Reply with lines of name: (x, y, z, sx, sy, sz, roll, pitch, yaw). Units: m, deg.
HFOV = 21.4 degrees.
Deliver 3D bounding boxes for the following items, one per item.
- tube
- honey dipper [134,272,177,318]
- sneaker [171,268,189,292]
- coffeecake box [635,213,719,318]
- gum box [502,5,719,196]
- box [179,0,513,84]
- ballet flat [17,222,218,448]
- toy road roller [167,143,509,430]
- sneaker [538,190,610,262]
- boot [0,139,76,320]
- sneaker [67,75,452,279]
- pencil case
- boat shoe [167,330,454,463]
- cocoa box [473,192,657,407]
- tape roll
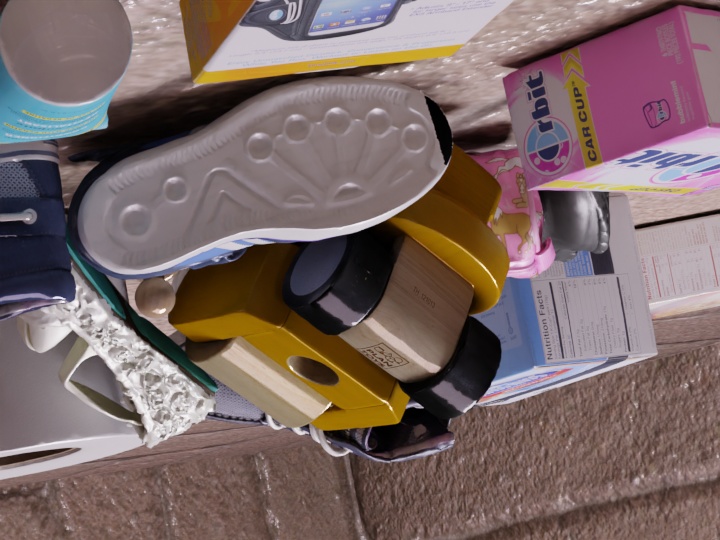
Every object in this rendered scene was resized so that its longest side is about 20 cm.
tube: (-0.134, -0.076, 0.805, 0.077, 0.051, 0.200, -1, 175, -14)
honey dipper: (-0.122, -0.002, 1.120, 0.038, 0.038, 0.200, -11, -171, -4)
sneaker: (-0.035, -0.014, 1.312, 0.198, 0.073, 0.085, -12, 153, -9)
coffeecake box: (0.308, -0.003, 1.770, 0.198, 0.074, 0.154, -10, 173, -3)
gum box: (0.184, -0.089, 1.052, 0.113, 0.067, 0.199, -19, 169, 38)
box: (0.013, -0.122, 0.706, 0.118, 0.042, 0.200, -8, 169, -21)
ballet flat: (-0.153, 0.036, 1.083, 0.071, 0.072, 0.200, -15, 134, 27)
toy road roller: (0.000, 0.000, 1.086, 0.123, 0.147, 0.199, 37, 149, -27)
sneaker: (0.113, -0.041, 1.277, 0.090, 0.077, 0.200, -3, 168, -8)
boot: (-0.239, -0.009, 0.928, 0.198, 0.091, 0.073, -12, 172, 3)
sneaker: (-0.058, -0.049, 1.008, 0.198, 0.081, 0.146, -18, -175, -6)
pencil case: (0.017, -0.023, 1.181, 0.198, 0.088, 0.083, -10, -172, -1)
boat shoe: (-0.031, 0.076, 1.193, 0.198, 0.075, 0.093, -6, -147, -12)
cocoa box: (0.113, 0.029, 1.507, 0.130, 0.135, 0.199, -4, 169, -35)
tape roll: (-0.239, 0.056, 1.195, 0.200, 0.141, 0.203, -11, 172, -1)
